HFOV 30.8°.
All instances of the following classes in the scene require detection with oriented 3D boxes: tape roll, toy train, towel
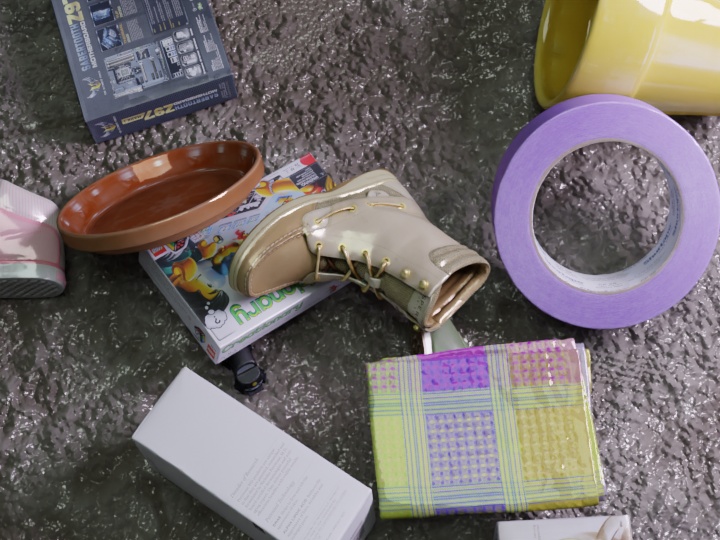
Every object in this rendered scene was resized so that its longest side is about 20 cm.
[{"bbox_3d":[0.216,-0.053,1.170,0.197,0.066,0.203,1,103,4],"label":"tape roll"},{"bbox_3d":[-0.144,0.027,1.222,0.034,0.046,0.201,-28,68,-9],"label":"toy train"},{"bbox_3d":[0.107,0.136,1.110,0.197,0.023,0.146,-5,71,-3],"label":"towel"}]

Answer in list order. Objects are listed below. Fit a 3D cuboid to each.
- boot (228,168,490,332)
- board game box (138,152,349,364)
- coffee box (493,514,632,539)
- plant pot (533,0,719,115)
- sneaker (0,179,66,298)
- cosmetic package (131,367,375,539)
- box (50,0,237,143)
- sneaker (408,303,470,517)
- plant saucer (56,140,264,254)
[{"bbox_3d":[0.000,0.000,1.146,0.199,0.073,0.155,-26,54,-33],"label":"boot"},{"bbox_3d":[-0.089,-0.015,1.213,0.199,0.035,0.127,-31,71,-28],"label":"board game box"},{"bbox_3d":[0.172,0.310,1.066,0.113,0.080,0.203,-3,66,2],"label":"coffee box"},{"bbox_3d":[0.284,-0.231,1.243,0.186,0.201,0.203,13,67,-9],"label":"plant pot"},{"bbox_3d":[-0.377,-0.032,1.243,0.197,0.075,0.106,1,71,-5],"label":"sneaker"},{"bbox_3d":[-0.088,0.179,1.120,0.199,0.113,0.082,29,71,16],"label":"cosmetic package"},{"bbox_3d":[-0.227,-0.247,1.341,0.156,0.051,0.202,-19,68,-5],"label":"box"},{"bbox_3d":[0.099,0.116,1.166,0.089,0.067,0.203,-5,66,-8],"label":"sneaker"},{"bbox_3d":[-0.183,-0.066,1.213,0.198,0.033,0.201,-15,25,7],"label":"plant saucer"}]
